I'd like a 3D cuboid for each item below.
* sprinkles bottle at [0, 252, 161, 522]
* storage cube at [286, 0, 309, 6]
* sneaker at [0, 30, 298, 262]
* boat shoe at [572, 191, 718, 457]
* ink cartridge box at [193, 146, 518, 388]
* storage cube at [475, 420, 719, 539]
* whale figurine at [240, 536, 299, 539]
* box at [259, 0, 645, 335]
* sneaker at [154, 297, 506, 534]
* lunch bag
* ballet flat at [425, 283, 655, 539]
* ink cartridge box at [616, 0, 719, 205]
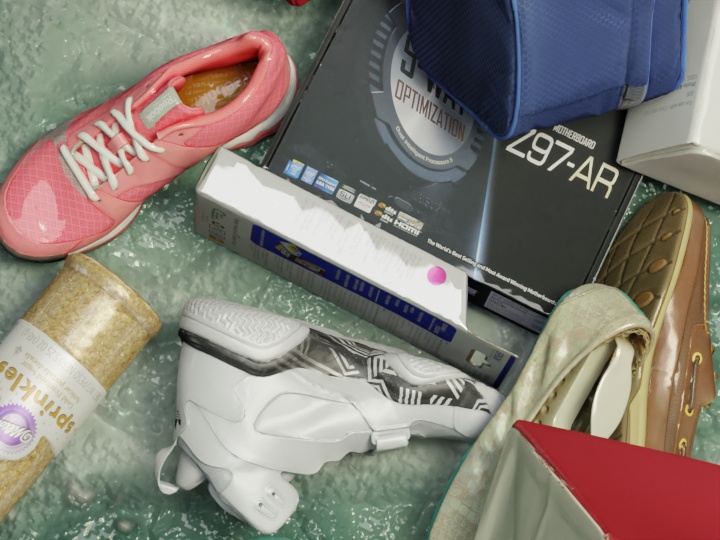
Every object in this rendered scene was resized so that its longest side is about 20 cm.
[{"bbox_3d":[-0.195,0.085,1.574,0.068,0.068,0.200,37,78,5],"label":"sprinkles bottle"},{"bbox_3d":[-0.029,-0.291,1.589,0.200,0.180,0.171,-36,66,-10],"label":"storage cube"},{"bbox_3d":[-0.125,-0.080,1.604,0.199,0.087,0.074,-34,81,-10],"label":"sneaker"},{"bbox_3d":[0.165,0.056,1.610,0.067,0.072,0.201,24,69,-29],"label":"boat shoe"},{"bbox_3d":[0.000,0.000,1.591,0.199,0.095,0.037,30,77,3],"label":"ink cartridge box"},{"bbox_3d":[0.154,0.200,1.467,0.179,0.200,0.172,14,104,-18],"label":"storage cube"},{"bbox_3d":[-0.060,0.239,1.518,0.158,0.104,0.201,15,76,15],"label":"whale figurine"},{"bbox_3d":[0.061,-0.073,1.631,0.199,0.044,0.161,27,73,2],"label":"box"},{"bbox_3d":[-0.017,0.093,1.584,0.199,0.075,0.116,16,90,-12],"label":"sneaker"},{"bbox_3d":[0.108,-0.171,1.542,0.132,0.201,0.136,-17,37,-20],"label":"lunch bag"},{"bbox_3d":[0.097,0.101,1.555,0.067,0.062,0.201,21,97,-42],"label":"ballet flat"},{"bbox_3d":[0.242,-0.135,1.616,0.144,0.087,0.201,19,75,-24],"label":"ink cartridge box"}]
